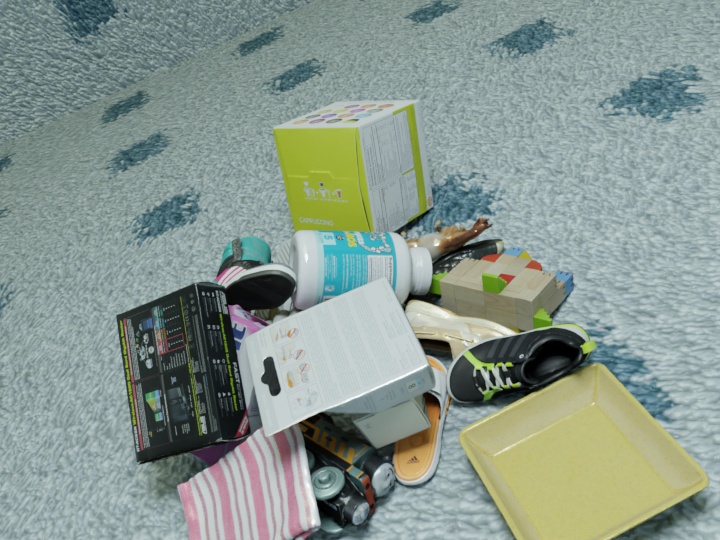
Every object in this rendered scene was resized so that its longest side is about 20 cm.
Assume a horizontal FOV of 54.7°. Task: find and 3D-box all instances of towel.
[{"bbox_3d":[-0.136,0.274,0.817,0.199,0.030,0.148,-38,50,19],"label":"towel"}]

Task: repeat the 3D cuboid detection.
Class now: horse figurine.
[{"bbox_3d":[0.107,-0.044,1.119,0.197,0.051,0.133,-18,17,1],"label":"horse figurine"}]

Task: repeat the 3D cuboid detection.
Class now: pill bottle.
[{"bbox_3d":[0.000,0.000,0.998,0.196,0.112,0.111,1,31,-16],"label":"pill bottle"}]

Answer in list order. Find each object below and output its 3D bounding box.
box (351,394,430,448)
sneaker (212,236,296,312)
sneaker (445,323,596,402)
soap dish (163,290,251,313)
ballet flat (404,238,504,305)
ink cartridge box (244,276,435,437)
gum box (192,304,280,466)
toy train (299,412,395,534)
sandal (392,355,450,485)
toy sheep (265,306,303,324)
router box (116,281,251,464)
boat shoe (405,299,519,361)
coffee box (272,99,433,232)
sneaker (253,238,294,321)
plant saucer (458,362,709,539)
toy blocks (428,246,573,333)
[{"bbox_3d":[0.025,0.116,0.889,0.081,0.069,0.202,-23,41,12],"label":"box"},{"bbox_3d":[-0.151,0.000,1.011,0.198,0.083,0.122,-22,41,41],"label":"sneaker"},{"bbox_3d":[0.190,0.114,0.858,0.198,0.073,0.083,-26,-2,20],"label":"sneaker"},{"bbox_3d":[-0.249,0.122,1.092,0.155,0.082,0.203,-12,53,15],"label":"soap dish"},{"bbox_3d":[0.147,0.002,1.108,0.198,0.058,0.066,-28,7,-16],"label":"ballet flat"},{"bbox_3d":[-0.029,0.107,0.827,0.197,0.048,0.161,-24,42,-1],"label":"ink cartridge box"},{"bbox_3d":[-0.170,0.154,0.937,0.112,0.066,0.203,18,94,31],"label":"gum box"},{"bbox_3d":[-0.049,0.240,0.866,0.198,0.086,0.113,17,41,42],"label":"toy train"},{"bbox_3d":[0.074,0.173,0.898,0.078,0.060,0.208,-11,37,16],"label":"sandal"},{"bbox_3d":[-0.080,0.112,1.009,0.196,0.140,0.139,-8,36,9],"label":"toy sheep"},{"bbox_3d":[-0.231,0.133,0.899,0.148,0.062,0.204,-19,76,26],"label":"router box"},{"bbox_3d":[0.143,0.102,0.955,0.197,0.074,0.070,15,71,31],"label":"boat shoe"},{"bbox_3d":[-0.009,-0.184,1.255,0.197,0.203,0.197,8,28,37],"label":"coffee box"},{"bbox_3d":[-0.118,0.055,1.156,0.078,0.079,0.203,3,67,43],"label":"sneaker"},{"bbox_3d":[0.235,0.216,0.763,0.197,0.049,0.201,-25,36,-4],"label":"plant saucer"},{"bbox_3d":[0.215,0.018,1.013,0.198,0.101,0.136,12,36,39],"label":"toy blocks"}]
